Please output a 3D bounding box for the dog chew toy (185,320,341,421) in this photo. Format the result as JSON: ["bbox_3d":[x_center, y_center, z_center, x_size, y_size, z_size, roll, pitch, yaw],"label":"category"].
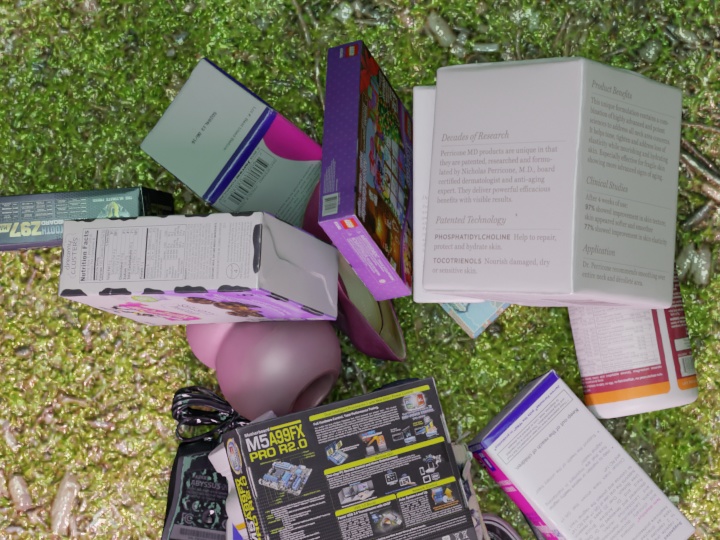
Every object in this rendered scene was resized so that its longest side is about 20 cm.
[{"bbox_3d":[-0.111,0.056,1.641,0.200,0.124,0.125,42,93,23],"label":"dog chew toy"}]

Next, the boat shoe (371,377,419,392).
[{"bbox_3d":[-0.021,0.156,1.620,0.198,0.093,0.075,-23,73,-14],"label":"boat shoe"}]

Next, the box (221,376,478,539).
[{"bbox_3d":[-0.007,0.195,1.499,0.198,0.044,0.162,-13,82,-25],"label":"box"}]

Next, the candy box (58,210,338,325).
[{"bbox_3d":[-0.141,0.001,1.511,0.198,0.168,0.072,-2,79,23],"label":"candy box"}]

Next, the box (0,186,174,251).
[{"bbox_3d":[-0.289,-0.048,1.637,0.198,0.158,0.052,-4,89,4],"label":"box"}]

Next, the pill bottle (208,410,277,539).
[{"bbox_3d":[-0.054,0.231,1.553,0.104,0.104,0.201,-34,93,4],"label":"pill bottle"}]

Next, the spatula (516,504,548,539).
[{"bbox_3d":[0.197,0.286,1.663,0.056,0.021,0.201,-30,85,-9],"label":"spatula"}]

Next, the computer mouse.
[{"bbox_3d":[-0.142,0.223,1.677,0.137,0.053,0.202,15,86,-11],"label":"computer mouse"}]

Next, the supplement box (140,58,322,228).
[{"bbox_3d":[-0.097,-0.099,1.583,0.103,0.200,0.102,38,92,30],"label":"supplement box"}]

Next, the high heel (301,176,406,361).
[{"bbox_3d":[0.000,0.000,1.600,0.095,0.202,0.067,28,47,32],"label":"high heel"}]

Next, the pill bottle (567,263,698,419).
[{"bbox_3d":[0.252,0.034,1.615,0.108,0.110,0.202,-10,85,4],"label":"pill bottle"}]

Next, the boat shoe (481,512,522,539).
[{"bbox_3d":[0.146,0.335,1.645,0.071,0.068,0.202,-16,89,4],"label":"boat shoe"}]

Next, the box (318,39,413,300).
[{"bbox_3d":[0.009,-0.093,1.575,0.039,0.137,0.202,-11,55,20],"label":"box"}]

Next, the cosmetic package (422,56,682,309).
[{"bbox_3d":[0.172,-0.072,1.507,0.165,0.166,0.202,0,84,42],"label":"cosmetic package"}]

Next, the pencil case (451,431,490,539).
[{"bbox_3d":[0.089,0.256,1.589,0.089,0.078,0.202,-23,82,28],"label":"pencil case"}]

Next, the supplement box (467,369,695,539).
[{"bbox_3d":[0.207,0.206,1.615,0.103,0.101,0.200,-43,86,-10],"label":"supplement box"}]

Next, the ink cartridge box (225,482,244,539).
[{"bbox_3d":[-0.032,0.295,1.634,0.196,0.043,0.202,2,66,-11],"label":"ink cartridge box"}]

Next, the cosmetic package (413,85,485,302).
[{"bbox_3d":[0.087,-0.071,1.619,0.070,0.101,0.202,0,90,6],"label":"cosmetic package"}]

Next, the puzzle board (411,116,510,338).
[{"bbox_3d":[0.096,-0.056,1.676,0.151,0.017,0.200,-44,86,3],"label":"puzzle board"}]
